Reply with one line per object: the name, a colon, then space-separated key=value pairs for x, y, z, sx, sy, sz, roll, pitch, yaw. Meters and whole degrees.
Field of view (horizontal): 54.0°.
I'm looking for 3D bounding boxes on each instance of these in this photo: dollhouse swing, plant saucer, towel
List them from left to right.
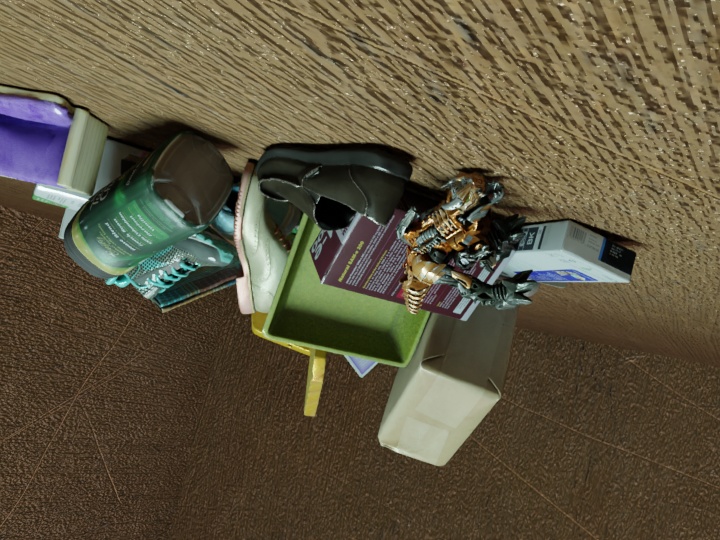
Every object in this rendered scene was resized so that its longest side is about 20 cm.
towel: x=-0.244 y=-0.015 z=0.966 sx=0.146 sy=0.022 sz=0.199 roll=-24 pitch=-145 yaw=-28
dollhouse swing: x=-0.115 y=0.079 z=1.009 sx=0.180 sy=0.177 sz=0.201 roll=20 pitch=147 yaw=3
plant saucer: x=0.000 y=0.000 z=0.836 sx=0.198 sy=0.201 sz=0.048 roll=15 pitch=-165 yaw=-25

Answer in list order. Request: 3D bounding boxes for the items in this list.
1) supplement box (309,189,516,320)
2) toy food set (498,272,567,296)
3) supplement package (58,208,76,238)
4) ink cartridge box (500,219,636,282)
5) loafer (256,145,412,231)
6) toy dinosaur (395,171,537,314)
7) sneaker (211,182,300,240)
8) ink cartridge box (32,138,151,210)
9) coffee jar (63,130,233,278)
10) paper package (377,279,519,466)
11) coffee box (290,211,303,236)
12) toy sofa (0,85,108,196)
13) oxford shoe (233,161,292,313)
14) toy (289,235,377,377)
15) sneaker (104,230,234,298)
supplement box: x=0.058 y=-0.021 z=0.767 sx=0.198 sy=0.109 sz=0.061 roll=16 pitch=-150 yaw=-31
toy food set: x=0.187 y=0.001 z=1.015 sx=0.142 sy=0.061 sz=0.200 roll=14 pitch=175 yaw=-12
supplement package: x=-0.364 y=-0.081 z=1.161 sx=0.198 sy=0.121 sz=0.121 roll=13 pitch=176 yaw=3
ink cartridge box: x=0.210 y=-0.017 z=0.818 sx=0.099 sy=0.040 sz=0.200 roll=21 pitch=170 yaw=-22
loafer: x=-0.039 y=-0.075 z=0.671 sx=0.073 sy=0.072 sz=0.199 roll=17 pitch=174 yaw=-40
toy dinosaur: x=0.091 y=-0.021 z=0.691 sx=0.134 sy=0.103 sz=0.200 roll=11 pitch=164 yaw=-15
sneaker: x=-0.160 y=-0.089 z=0.935 sx=0.082 sy=0.074 sz=0.199 roll=37 pitch=159 yaw=-33
ink cartridge box: x=-0.304 y=-0.109 z=0.904 sx=0.198 sy=0.085 sz=0.144 roll=15 pitch=174 yaw=-26
coffee jar: x=-0.230 y=-0.063 z=0.747 sx=0.199 sy=0.105 sz=0.085 roll=-22 pitch=123 yaw=39
paper package: x=0.114 y=0.121 z=0.923 sx=0.103 sy=0.192 sz=0.201 roll=22 pitch=140 yaw=1
coffee box: x=-0.035 y=-0.028 z=1.032 sx=0.122 sy=0.044 sz=0.200 roll=9 pitch=156 yaw=35
toy sofa: x=-0.378 y=-0.142 z=0.735 sx=0.198 sy=0.084 sz=0.098 roll=12 pitch=176 yaw=7
oxford shoe: x=-0.110 y=-0.036 z=0.837 sx=0.073 sy=0.202 sz=0.071 roll=3 pitch=-142 yaw=0
toy: x=-0.007 y=0.026 z=0.906 sx=0.201 sy=0.115 sz=0.047 roll=56 pitch=159 yaw=-16
sneaker: x=-0.238 y=-0.009 z=0.862 sx=0.198 sy=0.092 sz=0.077 roll=6 pitch=171 yaw=31
